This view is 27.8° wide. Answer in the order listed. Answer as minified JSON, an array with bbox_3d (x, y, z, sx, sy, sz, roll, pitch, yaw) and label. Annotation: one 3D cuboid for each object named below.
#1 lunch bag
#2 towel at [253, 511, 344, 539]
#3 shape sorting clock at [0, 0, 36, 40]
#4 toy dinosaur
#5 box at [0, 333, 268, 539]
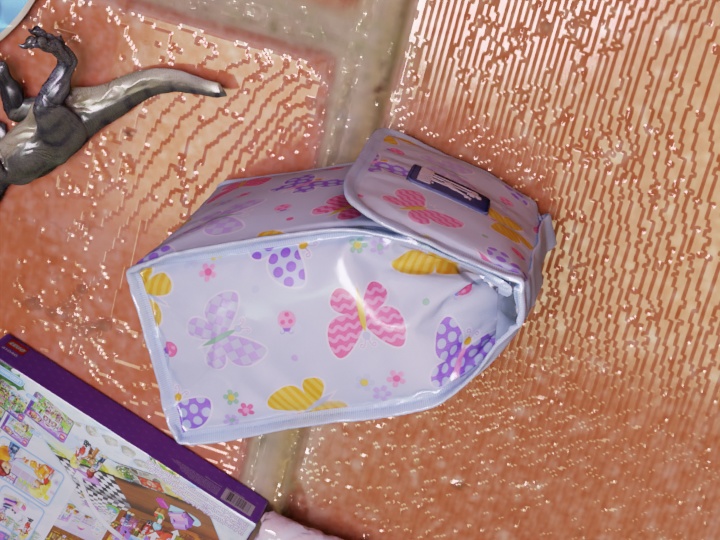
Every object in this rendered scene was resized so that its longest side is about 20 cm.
[{"bbox_3d":[0.000,0.000,0.780,0.198,0.170,0.129,-7,106,15],"label":"lunch bag"},{"bbox_3d":[-0.007,0.267,0.911,0.198,0.032,0.192,24,108,-7],"label":"towel"},{"bbox_3d":[-0.270,-0.212,0.830,0.197,0.039,0.202,3,112,7],"label":"shape sorting clock"},{"bbox_3d":[-0.185,-0.096,0.850,0.198,0.048,0.088,-25,122,15],"label":"toy dinosaur"},{"bbox_3d":[-0.176,0.152,0.921,0.199,0.039,0.138,33,107,0],"label":"box"}]
